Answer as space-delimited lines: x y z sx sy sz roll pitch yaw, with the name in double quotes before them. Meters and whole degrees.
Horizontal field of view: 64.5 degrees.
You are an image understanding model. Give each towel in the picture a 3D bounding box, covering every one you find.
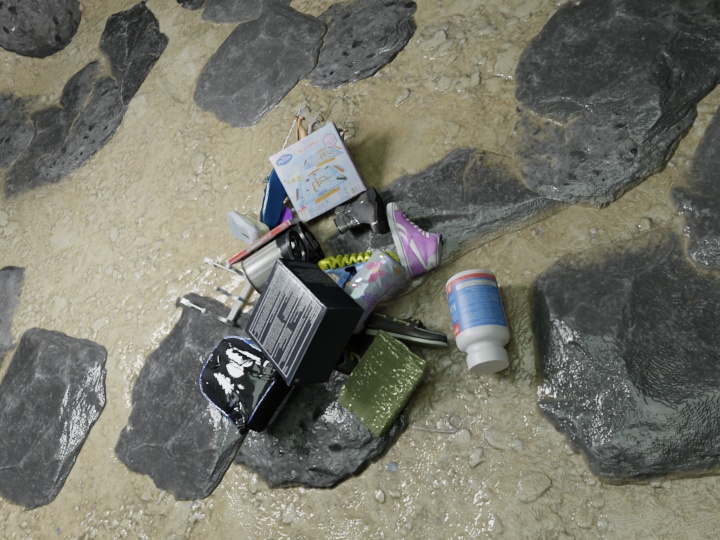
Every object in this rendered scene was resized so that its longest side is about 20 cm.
"towel" 0.047 0.245 1.242 0.148 0.036 0.200 36 100 29

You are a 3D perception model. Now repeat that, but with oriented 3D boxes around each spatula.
"spatula" -0.160 -0.183 1.592 0.200 0.021 0.057 -34 51 6

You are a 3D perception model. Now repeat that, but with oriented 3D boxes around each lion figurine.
"lion figurine" -0.106 -0.343 1.571 0.200 0.072 0.123 21 108 9

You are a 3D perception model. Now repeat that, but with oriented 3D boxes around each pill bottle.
"pill bottle" 0.248 0.108 1.194 0.112 0.112 0.200 -17 58 18

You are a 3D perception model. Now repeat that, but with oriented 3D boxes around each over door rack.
"over door rack" -0.394 0.051 1.553 0.200 0.067 0.148 18 74 32
"over door rack" -0.163 -0.363 1.664 0.148 0.067 0.200 41 101 34

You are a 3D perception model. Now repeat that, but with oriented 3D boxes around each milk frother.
"milk frother" -0.205 -0.024 1.426 0.188 0.200 0.181 -33 56 8

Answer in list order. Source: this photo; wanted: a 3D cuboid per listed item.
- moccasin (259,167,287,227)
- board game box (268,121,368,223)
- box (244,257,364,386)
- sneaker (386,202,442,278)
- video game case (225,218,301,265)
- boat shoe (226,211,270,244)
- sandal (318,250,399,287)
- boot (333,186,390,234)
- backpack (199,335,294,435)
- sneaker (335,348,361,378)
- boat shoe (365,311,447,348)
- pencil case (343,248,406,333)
"moccasin" -0.248 -0.222 1.602 0.068 0.080 0.200 18 86 59
"board game box" -0.112 -0.259 1.527 0.200 0.041 0.200 -25 95 13
"box" -0.126 0.112 1.247 0.198 0.123 0.200 42 113 38
"sneaker" 0.136 -0.087 1.377 0.114 0.073 0.201 -21 69 11
"video game case" -0.253 -0.078 1.523 0.200 0.143 0.017 -33 92 9
"boat shoe" -0.318 -0.121 1.611 0.062 0.072 0.200 -18 32 -28
"sandal" 0.000 0.000 1.402 0.199 0.079 0.087 -8 99 15
"boot" 0.000 -0.124 1.441 0.131 0.070 0.200 -29 28 12
"backpack" -0.265 0.264 1.344 0.200 0.147 0.183 27 80 30
"sneaker" -0.081 0.182 1.334 0.200 0.085 0.075 21 75 32
"boat shoe" 0.104 0.132 1.276 0.201 0.072 0.061 6 73 31
"pencil case" 0.015 0.048 1.305 0.091 0.083 0.200 39 91 14
